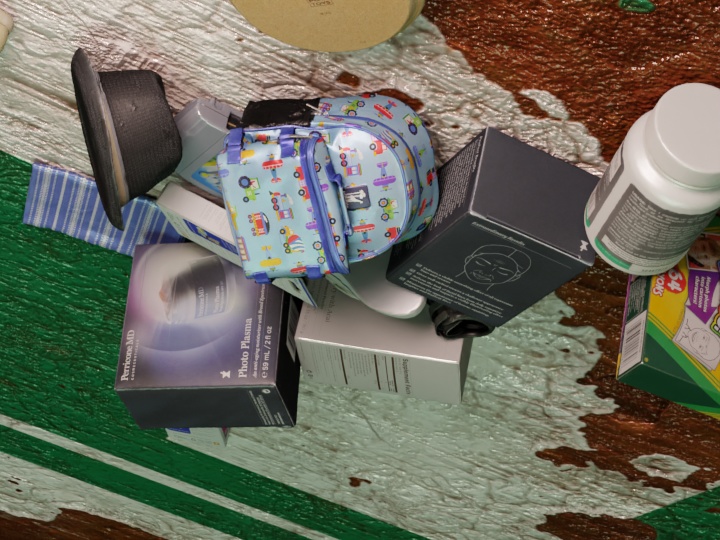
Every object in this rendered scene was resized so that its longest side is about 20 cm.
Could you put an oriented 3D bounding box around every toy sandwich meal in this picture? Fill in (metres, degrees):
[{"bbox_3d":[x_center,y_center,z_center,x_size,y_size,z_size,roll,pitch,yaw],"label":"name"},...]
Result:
[{"bbox_3d":[-0.038,-0.268,1.383,0.203,0.071,0.206,6,153,3],"label":"toy sandwich meal"}]

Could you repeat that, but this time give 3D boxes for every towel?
[{"bbox_3d":[-0.309,-0.062,1.921,0.198,0.024,0.145,18,151,-9],"label":"towel"}]

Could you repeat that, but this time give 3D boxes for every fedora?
[{"bbox_3d":[-0.236,-0.141,1.637,0.091,0.202,0.201,-15,154,-11],"label":"fedora"}]

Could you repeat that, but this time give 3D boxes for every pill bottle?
[{"bbox_3d":[0.294,-0.086,1.516,0.112,0.114,0.200,15,153,-3],"label":"pill bottle"}]

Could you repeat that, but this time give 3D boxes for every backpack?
[{"bbox_3d":[-0.026,-0.083,1.599,0.198,0.135,0.184,-3,113,14],"label":"backpack"}]

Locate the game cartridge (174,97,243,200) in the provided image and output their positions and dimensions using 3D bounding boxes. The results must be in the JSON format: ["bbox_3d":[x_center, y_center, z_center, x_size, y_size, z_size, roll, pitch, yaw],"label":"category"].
[{"bbox_3d":[-0.121,-0.114,1.732,0.199,0.041,0.133,26,153,-22],"label":"game cartridge"}]

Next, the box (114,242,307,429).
[{"bbox_3d":[-0.177,0.077,1.901,0.197,0.201,0.124,-3,150,10],"label":"box"}]

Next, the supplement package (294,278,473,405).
[{"bbox_3d":[0.034,0.071,1.909,0.198,0.122,0.120,8,152,9],"label":"supplement package"}]

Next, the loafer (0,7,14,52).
[{"bbox_3d":[-0.436,-0.222,1.633,0.199,0.069,0.075,-16,141,43],"label":"loafer"}]

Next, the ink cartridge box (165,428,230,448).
[{"bbox_3d":[-0.257,0.209,2.386,0.094,0.037,0.200,10,154,9],"label":"ink cartridge box"}]

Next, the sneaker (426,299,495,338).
[{"bbox_3d":[0.076,0.020,1.823,0.198,0.100,0.071,11,154,8],"label":"sneaker"}]

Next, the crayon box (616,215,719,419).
[{"bbox_3d":[0.361,0.044,1.632,0.171,0.201,0.058,20,151,-14],"label":"crayon box"}]

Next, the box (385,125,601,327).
[{"bbox_3d":[0.140,-0.041,1.672,0.148,0.108,0.200,23,152,-17],"label":"box"}]

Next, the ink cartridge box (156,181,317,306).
[{"bbox_3d":[-0.133,-0.029,1.794,0.199,0.037,0.095,30,167,19],"label":"ink cartridge box"}]

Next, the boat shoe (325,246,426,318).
[{"bbox_3d":[0.000,0.000,1.796,0.199,0.072,0.066,26,171,29],"label":"boat shoe"}]
